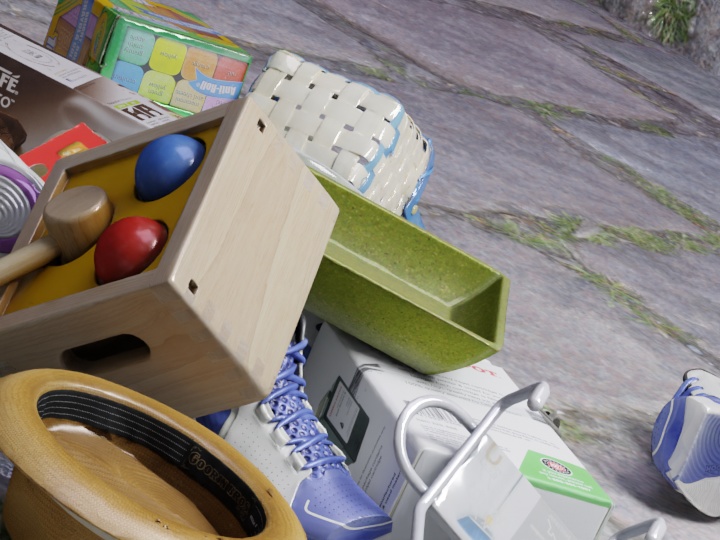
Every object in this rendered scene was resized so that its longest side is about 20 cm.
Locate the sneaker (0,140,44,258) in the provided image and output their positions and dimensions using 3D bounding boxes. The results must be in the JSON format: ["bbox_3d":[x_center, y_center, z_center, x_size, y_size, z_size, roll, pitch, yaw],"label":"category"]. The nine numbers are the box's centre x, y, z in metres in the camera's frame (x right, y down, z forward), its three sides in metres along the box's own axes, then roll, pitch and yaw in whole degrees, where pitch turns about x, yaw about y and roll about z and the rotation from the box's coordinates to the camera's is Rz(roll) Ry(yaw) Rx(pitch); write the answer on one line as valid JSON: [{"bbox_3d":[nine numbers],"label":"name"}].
[{"bbox_3d":[-0.261,-0.062,1.709,0.200,0.075,0.100,43,-2,21],"label":"sneaker"}]

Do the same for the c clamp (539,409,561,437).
[{"bbox_3d":[0.080,0.068,1.938,0.200,0.027,0.171,39,-5,32],"label":"c clamp"}]

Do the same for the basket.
[{"bbox_3d":[-0.029,-0.079,2.173,0.176,0.139,0.200,23,-16,21],"label":"basket"}]

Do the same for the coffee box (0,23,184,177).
[{"bbox_3d":[-0.226,-0.093,1.966,0.200,0.113,0.080,28,16,11],"label":"coffee box"}]

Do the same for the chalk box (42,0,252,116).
[{"bbox_3d":[-0.175,-0.146,2.151,0.124,0.124,0.200,16,10,-27],"label":"chalk box"}]

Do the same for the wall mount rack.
[{"bbox_3d":[0.090,0.166,1.557,0.200,0.074,0.174,49,53,-12],"label":"wall mount rack"}]

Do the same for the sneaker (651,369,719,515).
[{"bbox_3d":[0.260,0.127,2.014,0.115,0.081,0.199,31,10,37],"label":"sneaker"}]

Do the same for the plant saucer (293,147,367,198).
[{"bbox_3d":[-0.074,-0.041,2.042,0.199,0.050,0.200,22,-20,9],"label":"plant saucer"}]

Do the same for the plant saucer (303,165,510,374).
[{"bbox_3d":[0.000,0.000,1.774,0.199,0.048,0.200,28,14,-2],"label":"plant saucer"}]

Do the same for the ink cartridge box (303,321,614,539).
[{"bbox_3d":[0.052,0.121,1.717,0.146,0.084,0.200,17,16,-24],"label":"ink cartridge box"}]

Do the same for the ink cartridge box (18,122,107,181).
[{"bbox_3d":[-0.199,-0.037,1.792,0.161,0.050,0.200,-30,47,-25],"label":"ink cartridge box"}]

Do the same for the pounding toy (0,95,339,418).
[{"bbox_3d":[-0.151,0.003,1.568,0.142,0.199,0.184,52,40,-31],"label":"pounding toy"}]

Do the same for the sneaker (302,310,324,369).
[{"bbox_3d":[0.023,0.072,1.841,0.199,0.082,0.074,19,14,-29],"label":"sneaker"}]

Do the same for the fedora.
[{"bbox_3d":[-0.126,0.132,1.423,0.200,0.082,0.201,27,16,-9],"label":"fedora"}]

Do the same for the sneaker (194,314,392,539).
[{"bbox_3d":[-0.059,0.085,1.614,0.199,0.115,0.080,34,19,33],"label":"sneaker"}]
